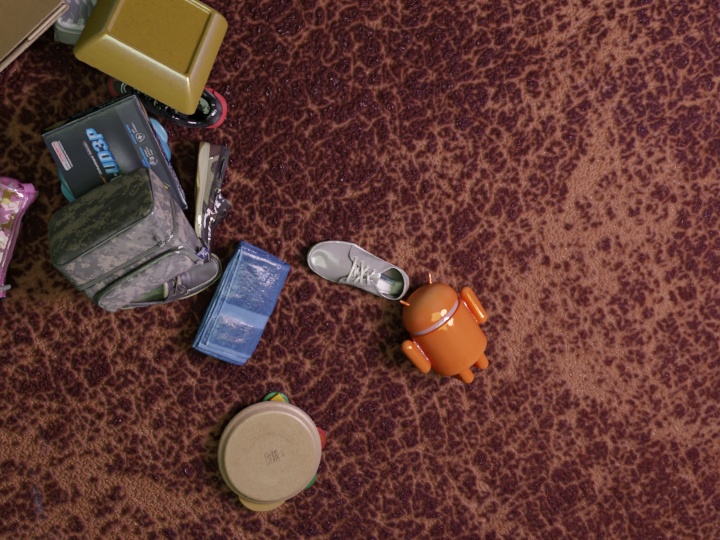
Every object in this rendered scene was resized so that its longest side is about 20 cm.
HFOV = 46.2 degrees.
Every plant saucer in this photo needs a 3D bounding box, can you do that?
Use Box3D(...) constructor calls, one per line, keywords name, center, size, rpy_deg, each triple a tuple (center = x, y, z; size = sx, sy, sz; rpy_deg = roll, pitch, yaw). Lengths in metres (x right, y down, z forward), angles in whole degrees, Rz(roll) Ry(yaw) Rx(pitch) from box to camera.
Box3D(name="plant saucer", center=(-0.312, -0.371, 1.301), size=(0.197, 0.048, 0.204), rpy_deg=(25, 61, -19))

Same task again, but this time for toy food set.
Box3D(name="toy food set", center=(-0.161, 0.330, 1.535), size=(0.196, 0.049, 0.202), rpy_deg=(-34, 105, -3))

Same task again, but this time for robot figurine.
Box3D(name="robot figurine", center=(0.151, 0.106, 1.519), size=(0.142, 0.117, 0.201), rpy_deg=(-28, 108, 24))

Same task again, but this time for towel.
Box3D(name="towel", center=(-0.205, 0.060, 1.466), size=(0.110, 0.048, 0.203), rpy_deg=(23, 96, -25))

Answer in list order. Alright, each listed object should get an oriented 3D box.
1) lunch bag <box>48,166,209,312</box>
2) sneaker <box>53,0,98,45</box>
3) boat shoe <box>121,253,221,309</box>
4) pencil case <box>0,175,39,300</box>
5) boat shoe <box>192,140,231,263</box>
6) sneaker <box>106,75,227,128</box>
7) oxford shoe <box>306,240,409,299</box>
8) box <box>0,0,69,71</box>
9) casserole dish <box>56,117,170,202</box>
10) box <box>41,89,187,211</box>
Box3D(name="lunch bag", center=(-0.353, -0.037, 1.305), size=(0.197, 0.141, 0.169), rpy_deg=(-29, 138, 2))
Box3D(name="sneaker", center=(-0.390, -0.382, 1.340), size=(0.196, 0.082, 0.076), rpy_deg=(5, 69, -27))
Box3D(name="boat shoe", center=(-0.329, 0.024, 1.428), size=(0.197, 0.066, 0.073), rpy_deg=(-16, 101, -9))
Box3D(name="pencil case", center=(-0.583, -0.053, 1.354), size=(0.085, 0.083, 0.204), rpy_deg=(18, 97, -13))
Box3D(name="boat shoe", center=(-0.247, -0.112, 1.409), size=(0.063, 0.073, 0.205), rpy_deg=(2, 95, -13))
Box3D(name="sneaker", center=(-0.311, -0.278, 1.356), size=(0.196, 0.098, 0.072), rpy_deg=(15, 100, -13))
Box3D(name="oxford shoe", center=(0.000, 0.000, 1.497), size=(0.196, 0.058, 0.077), rpy_deg=(21, 99, -13))
Box3D(name="box", center=(-0.555, -0.410, 1.269), size=(0.163, 0.021, 0.201), rpy_deg=(-42, 76, 0))
Box3D(name="casserole dish", center=(-0.400, -0.171, 1.374), size=(0.199, 0.039, 0.122), rpy_deg=(-37, 118, 1))
Box3D(name="box", center=(-0.384, -0.161, 1.335), size=(0.156, 0.046, 0.203), rpy_deg=(-23, 118, -5))
